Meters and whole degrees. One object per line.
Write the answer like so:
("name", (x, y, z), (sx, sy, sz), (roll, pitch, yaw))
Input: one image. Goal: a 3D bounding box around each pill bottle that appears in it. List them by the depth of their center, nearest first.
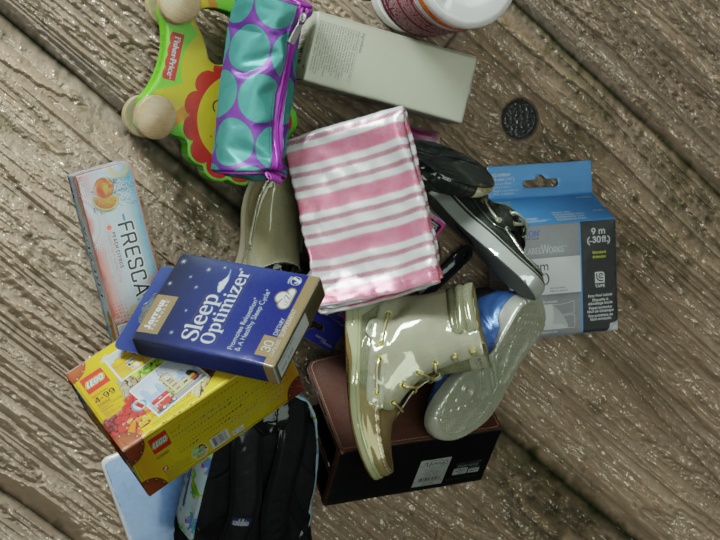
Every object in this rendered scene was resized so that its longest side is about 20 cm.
("pill bottle", (0.084, -0.316, 1.715), (0.113, 0.200, 0.116), (-1, 95, -18))

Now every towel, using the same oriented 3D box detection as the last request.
("towel", (0.001, -0.065, 1.675), (0.145, 0.030, 0.203), (-15, 79, 16))

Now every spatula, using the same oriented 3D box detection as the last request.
("spatula", (0.061, 0.043, 1.831), (0.200, 0.020, 0.057), (-47, 119, -11))

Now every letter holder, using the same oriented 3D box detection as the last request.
("letter holder", (0.038, 0.170, 1.799), (0.197, 0.143, 0.101), (-6, 139, -21))

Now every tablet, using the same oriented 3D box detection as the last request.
("tablet", (-0.182, 0.236, 1.775), (0.198, 0.014, 0.132), (-21, 101, -14))

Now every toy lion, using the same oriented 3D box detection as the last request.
("toy lion", (-0.156, -0.201, 1.726), (0.190, 0.068, 0.203), (11, 91, -25))

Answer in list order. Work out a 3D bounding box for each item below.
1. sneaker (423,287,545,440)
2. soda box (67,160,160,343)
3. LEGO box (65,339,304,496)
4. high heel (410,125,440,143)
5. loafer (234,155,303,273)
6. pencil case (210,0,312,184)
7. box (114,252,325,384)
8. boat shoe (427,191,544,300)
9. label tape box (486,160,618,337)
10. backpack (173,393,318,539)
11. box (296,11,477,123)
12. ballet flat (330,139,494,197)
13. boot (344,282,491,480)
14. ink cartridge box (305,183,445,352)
("sneaker", (0.115, 0.101, 1.772), (0.201, 0.111, 0.077), (-54, 126, -18))
("soda box", (-0.259, -0.015, 1.699), (0.063, 0.068, 0.203), (-16, 100, -18))
("LEGO box", (-0.182, 0.115, 1.629), (0.199, 0.149, 0.078), (-34, 134, -15))
("high heel", (0.030, -0.073, 1.791), (0.095, 0.067, 0.203), (10, 94, -11))
("loafer", (-0.095, -0.026, 1.740), (0.075, 0.068, 0.203), (6, 101, -39))
("pencil case", (-0.105, -0.196, 1.672), (0.085, 0.092, 0.203), (7, 91, -50))
("box", (-0.149, 0.044, 1.602), (0.033, 0.198, 0.122), (72, 35, -45))
("boat shoe", (0.153, -0.047, 1.771), (0.063, 0.200, 0.071), (-38, 144, -5))
("label tape box", (0.227, -0.025, 1.858), (0.142, 0.063, 0.203), (-5, 96, -18))
("backpack", (-0.121, 0.204, 1.715), (0.161, 0.154, 0.202), (0, 126, -18))
("box", (0.025, -0.228, 1.773), (0.198, 0.068, 0.083), (15, 91, -19))
("ballet flat", (0.053, -0.112, 1.749), (0.197, 0.067, 0.057), (10, 127, -9))
("boot", (0.064, 0.116, 1.673), (0.153, 0.072, 0.203), (-7, 74, 8))
("ink cartridge box", (0.000, 0.000, 1.733), (0.094, 0.037, 0.201), (32, 100, -39))
